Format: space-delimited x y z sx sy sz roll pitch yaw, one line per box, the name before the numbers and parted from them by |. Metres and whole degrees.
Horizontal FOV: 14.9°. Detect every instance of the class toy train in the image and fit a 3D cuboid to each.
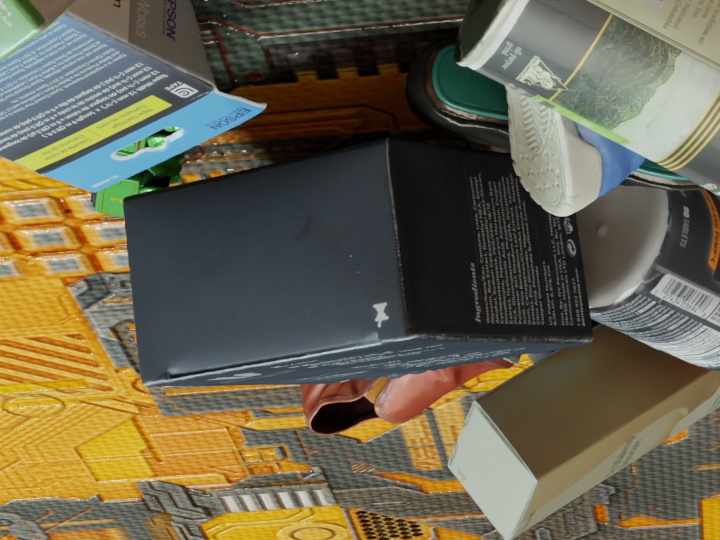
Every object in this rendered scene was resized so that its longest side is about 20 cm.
toy train | -0.128 -0.081 1.602 0.056 0.042 0.200 11 155 -3

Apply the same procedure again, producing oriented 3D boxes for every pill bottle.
pill bottle | 0.206 0.001 1.730 0.106 0.107 0.200 -20 151 36

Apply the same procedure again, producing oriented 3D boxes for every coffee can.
coffee can | 0.165 -0.120 1.317 0.200 0.147 0.146 27 151 -7

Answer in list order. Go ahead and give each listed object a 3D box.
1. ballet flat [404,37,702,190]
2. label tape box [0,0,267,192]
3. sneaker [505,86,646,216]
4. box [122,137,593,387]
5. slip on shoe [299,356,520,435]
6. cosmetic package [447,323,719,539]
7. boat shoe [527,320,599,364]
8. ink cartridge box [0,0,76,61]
ballet flat | 0.117 -0.089 1.578 0.199 0.068 0.068 16 162 -15
label tape box | -0.168 -0.120 1.468 0.143 0.066 0.200 -22 149 38
sneaker | 0.135 -0.131 1.473 0.111 0.077 0.200 -30 135 -24
box | 0.000 0.000 1.619 0.196 0.118 0.200 -11 173 34
slip on shoe | 0.034 0.077 1.927 0.200 0.061 0.074 -15 153 42
cosmetic package | 0.163 0.088 1.841 0.200 0.071 0.105 -30 160 -22
boat shoe | 0.125 0.015 1.822 0.070 0.071 0.200 -33 148 3
ink cartridge box | -0.228 -0.148 1.299 0.145 0.084 0.200 49 137 -12
